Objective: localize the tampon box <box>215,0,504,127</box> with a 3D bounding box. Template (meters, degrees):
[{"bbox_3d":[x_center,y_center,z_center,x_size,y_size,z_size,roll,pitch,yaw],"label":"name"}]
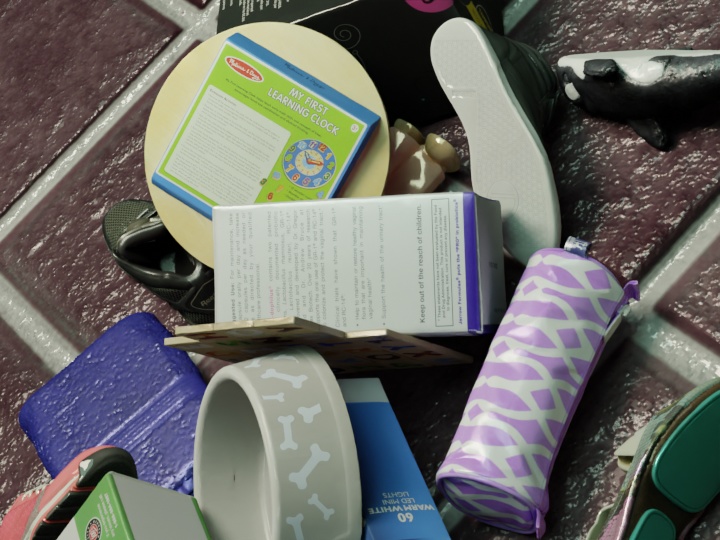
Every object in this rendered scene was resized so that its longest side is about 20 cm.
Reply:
[{"bbox_3d":[0.002,-0.205,1.581,0.198,0.150,0.127,-18,47,21],"label":"tampon box"}]

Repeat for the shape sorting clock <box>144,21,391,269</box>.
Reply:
[{"bbox_3d":[-0.072,-0.093,1.495,0.198,0.039,0.203,0,90,14],"label":"shape sorting clock"}]

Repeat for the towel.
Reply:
[{"bbox_3d":[-0.176,0.134,1.512,0.147,0.050,0.200,-39,46,-4],"label":"towel"}]

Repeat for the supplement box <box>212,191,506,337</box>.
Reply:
[{"bbox_3d":[0.000,0.000,1.404,0.198,0.101,0.105,-4,88,14],"label":"supplement box"}]

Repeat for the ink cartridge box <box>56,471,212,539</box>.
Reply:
[{"bbox_3d":[-0.180,0.267,1.335,0.201,0.083,0.145,-52,40,21],"label":"ink cartridge box"}]

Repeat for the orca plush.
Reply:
[{"bbox_3d":[0.236,-0.130,1.449,0.198,0.072,0.105,-1,11,28],"label":"orca plush"}]

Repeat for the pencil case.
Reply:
[{"bbox_3d":[0.124,0.082,1.331,0.085,0.084,0.201,19,68,16],"label":"pencil case"}]

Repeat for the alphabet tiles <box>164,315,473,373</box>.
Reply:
[{"bbox_3d":[-0.036,0.056,1.378,0.166,0.199,0.008,-6,77,30],"label":"alphabet tiles"}]

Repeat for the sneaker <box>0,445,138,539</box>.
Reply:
[{"bbox_3d":[-0.235,0.187,1.431,0.201,0.073,0.087,-55,45,30],"label":"sneaker"}]

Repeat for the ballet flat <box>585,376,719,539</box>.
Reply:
[{"bbox_3d":[0.186,0.152,1.249,0.071,0.069,0.201,0,55,57],"label":"ballet flat"}]

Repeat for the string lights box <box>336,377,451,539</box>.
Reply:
[{"bbox_3d":[0.007,0.179,1.308,0.058,0.103,0.201,0,39,-23],"label":"string lights box"}]

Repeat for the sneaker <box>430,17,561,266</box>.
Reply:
[{"bbox_3d":[0.128,-0.100,1.476,0.070,0.099,0.202,-29,75,35],"label":"sneaker"}]

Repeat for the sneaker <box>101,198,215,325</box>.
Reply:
[{"bbox_3d":[-0.170,-0.027,1.586,0.076,0.114,0.199,-42,42,-5],"label":"sneaker"}]

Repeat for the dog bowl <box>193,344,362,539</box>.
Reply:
[{"bbox_3d":[-0.063,0.153,1.319,0.058,0.201,0.201,-1,40,-22],"label":"dog bowl"}]

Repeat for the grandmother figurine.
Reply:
[{"bbox_3d":[-0.012,-0.030,1.523,0.200,0.061,0.121,-50,36,-14],"label":"grandmother figurine"}]
